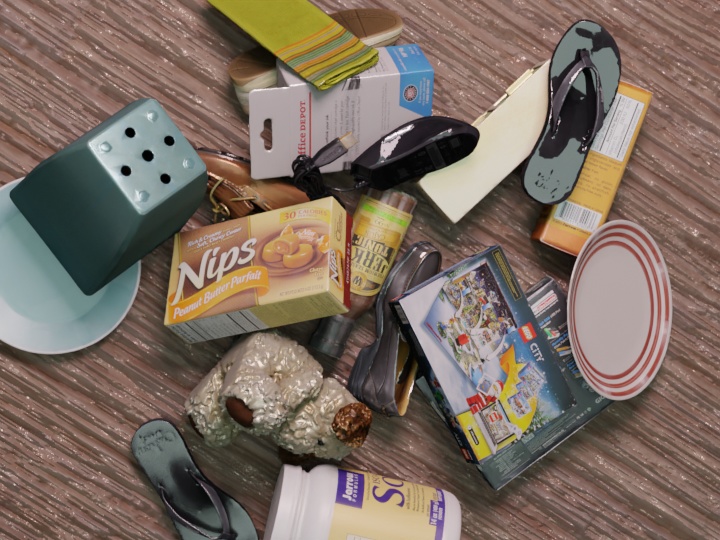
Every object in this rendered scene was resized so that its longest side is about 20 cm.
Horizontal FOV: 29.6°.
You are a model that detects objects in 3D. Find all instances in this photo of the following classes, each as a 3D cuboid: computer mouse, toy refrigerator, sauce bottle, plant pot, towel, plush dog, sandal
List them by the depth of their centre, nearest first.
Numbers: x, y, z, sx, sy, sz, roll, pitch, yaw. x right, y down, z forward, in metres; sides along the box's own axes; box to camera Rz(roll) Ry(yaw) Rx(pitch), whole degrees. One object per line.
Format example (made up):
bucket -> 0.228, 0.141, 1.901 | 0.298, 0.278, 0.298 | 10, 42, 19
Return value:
plant pot -> -0.246, -0.087, 1.405 | 0.141, 0.200, 0.141 | -39, 96, -28
computer mouse -> 0.020, -0.129, 1.425 | 0.200, 0.140, 0.046 | -25, 66, 11
towel -> -0.076, -0.262, 1.450 | 0.086, 0.018, 0.200 | -32, 58, -30
sandal -> 0.230, -0.167, 1.455 | 0.076, 0.043, 0.201 | 14, 93, -5
plush dog -> -0.072, 0.142, 1.487 | 0.172, 0.200, 0.161 | 39, 64, -13
toy refrigerator -> 0.150, -0.145, 1.517 | 0.200, 0.076, 0.070 | -42, 96, 0
sauce bottle -> 0.000, 0.000, 1.522 | 0.065, 0.065, 0.200 | 22, 92, -6
sandal -> -0.191, 0.259, 1.535 | 0.076, 0.043, 0.200 | -39, 96, -1

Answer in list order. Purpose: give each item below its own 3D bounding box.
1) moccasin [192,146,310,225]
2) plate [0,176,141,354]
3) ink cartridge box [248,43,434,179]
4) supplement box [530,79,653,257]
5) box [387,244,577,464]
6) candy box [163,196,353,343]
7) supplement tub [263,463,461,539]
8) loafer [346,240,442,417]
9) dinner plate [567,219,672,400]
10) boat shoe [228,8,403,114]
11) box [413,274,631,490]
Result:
moccasin -> -0.128, -0.079, 1.506 | 0.201, 0.074, 0.078 | 23, 84, -15
plate -> -0.343, -0.007, 1.513 | 0.200, 0.026, 0.201 | 0, 94, -5
ink cartridge box -> -0.027, -0.171, 1.469 | 0.199, 0.068, 0.116 | -8, 127, -12
supplement box -> 0.260, -0.116, 1.533 | 0.069, 0.067, 0.200 | 23, 92, -4
box -> 0.134, 0.091, 1.487 | 0.136, 0.038, 0.200 | -28, 96, -20
candy box -> -0.108, 0.001, 1.452 | 0.200, 0.055, 0.116 | -12, 57, 24
supplement tub -> -0.002, 0.295, 1.502 | 0.200, 0.145, 0.146 | 14, 93, -6
loafer -> 0.055, 0.067, 1.516 | 0.073, 0.072, 0.200 | 8, 103, -49
dinner plate -> 0.285, 0.044, 1.520 | 0.200, 0.024, 0.201 | 2, 87, -44
boat shoe -> -0.045, -0.230, 1.506 | 0.200, 0.072, 0.065 | -23, 132, -7
box -> 0.183, 0.128, 1.554 | 0.200, 0.046, 0.159 | -37, 96, -1
